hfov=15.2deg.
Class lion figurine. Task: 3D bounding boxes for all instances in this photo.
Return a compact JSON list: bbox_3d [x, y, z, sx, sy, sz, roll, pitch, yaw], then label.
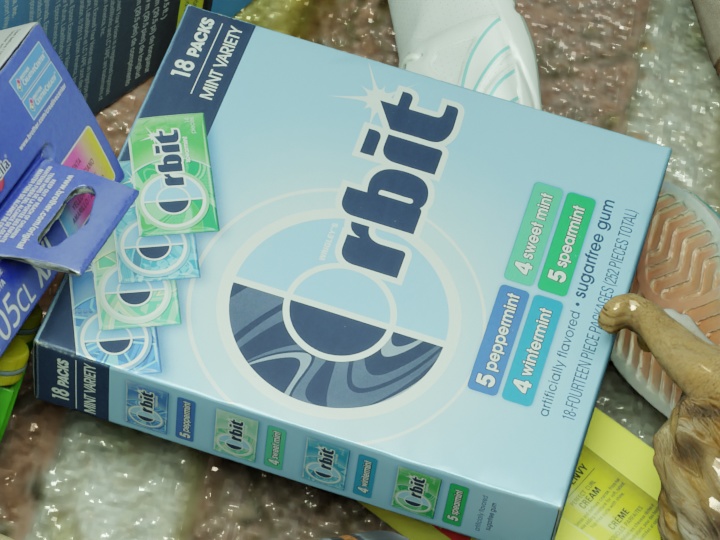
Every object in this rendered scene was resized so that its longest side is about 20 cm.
[{"bbox_3d":[0.169,0.025,0.962,0.200,0.072,0.122,-47,61,5],"label":"lion figurine"}]

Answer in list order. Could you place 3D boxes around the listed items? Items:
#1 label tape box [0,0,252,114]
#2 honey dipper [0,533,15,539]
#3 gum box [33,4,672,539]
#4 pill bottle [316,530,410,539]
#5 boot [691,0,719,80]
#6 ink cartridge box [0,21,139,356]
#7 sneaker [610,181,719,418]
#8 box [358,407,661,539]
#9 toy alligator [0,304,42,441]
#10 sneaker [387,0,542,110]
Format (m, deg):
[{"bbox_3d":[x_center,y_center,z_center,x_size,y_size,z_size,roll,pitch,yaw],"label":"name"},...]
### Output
[{"bbox_3d":[-0.119,-0.128,1.095,0.066,0.143,0.200,39,57,18],"label":"label tape box"},{"bbox_3d":[-0.139,0.100,0.991,0.200,0.038,0.038,22,53,5],"label":"honey dipper"},{"bbox_3d":[0.000,0.000,1.019,0.199,0.045,0.170,17,57,6],"label":"gum box"},{"bbox_3d":[-0.031,0.148,0.929,0.199,0.106,0.106,-8,55,-15],"label":"pill bottle"},{"bbox_3d":[0.236,-0.120,1.208,0.200,0.070,0.146,-24,67,-24],"label":"boot"},{"bbox_3d":[-0.178,-0.013,0.966,0.200,0.076,0.137,-11,32,32],"label":"ink cartridge box"},{"bbox_3d":[0.160,0.044,1.072,0.080,0.071,0.200,25,25,-41],"label":"sneaker"},{"bbox_3d":[0.056,0.079,1.030,0.200,0.050,0.075,37,57,17],"label":"box"},{"bbox_3d":[-0.153,0.049,0.967,0.054,0.059,0.200,19,19,-6],"label":"toy alligator"},{"bbox_3d":[0.037,-0.055,1.117,0.080,0.071,0.201,-10,57,-13],"label":"sneaker"}]
